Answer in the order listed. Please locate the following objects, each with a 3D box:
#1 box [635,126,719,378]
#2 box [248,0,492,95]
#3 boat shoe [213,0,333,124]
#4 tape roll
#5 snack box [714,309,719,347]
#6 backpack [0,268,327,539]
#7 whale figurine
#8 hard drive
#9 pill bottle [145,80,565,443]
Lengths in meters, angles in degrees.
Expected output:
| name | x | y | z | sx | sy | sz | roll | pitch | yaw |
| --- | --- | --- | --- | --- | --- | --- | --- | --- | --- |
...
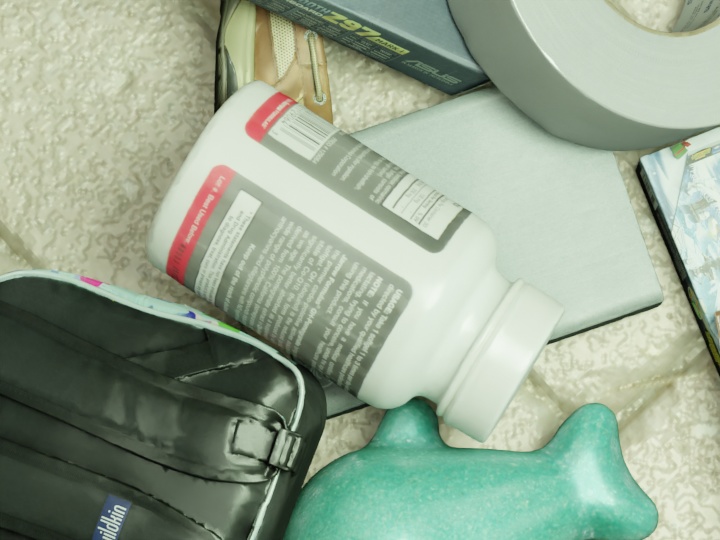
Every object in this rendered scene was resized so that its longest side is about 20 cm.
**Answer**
| name | x | y | z | sx | sy | sz | roll | pitch | yaw |
| --- | --- | --- | --- | --- | --- | --- | --- | --- | --- |
| box | 0.246 | 0.010 | 1.395 | 0.136 | 0.040 | 0.201 | -21 | 82 | -1 |
| box | -0.002 | -0.202 | 1.374 | 0.199 | 0.051 | 0.159 | 23 | 71 | -24 |
| boat shoe | -0.040 | -0.164 | 1.418 | 0.073 | 0.076 | 0.202 | 2 | 89 | -4 |
| tape roll | 0.143 | -0.166 | 1.374 | 0.199 | 0.066 | 0.202 | 4 | 79 | -23 |
| snack box | 0.236 | 0.112 | 1.345 | 0.071 | 0.024 | 0.202 | -12 | 82 | 10 |
| backpack | -0.130 | 0.096 | 1.333 | 0.199 | 0.151 | 0.179 | 20 | 84 | 6 |
| whale figurine | 0.054 | 0.137 | 1.347 | 0.199 | 0.104 | 0.160 | -22 | 81 | -3 |
| hard drive | 0.046 | -0.016 | 1.407 | 0.199 | 0.033 | 0.141 | -19 | 81 | -1 |
| pill bottle | 0.000 | 0.000 | 1.333 | 0.199 | 0.111 | 0.111 | 33 | 83 | 6 |
